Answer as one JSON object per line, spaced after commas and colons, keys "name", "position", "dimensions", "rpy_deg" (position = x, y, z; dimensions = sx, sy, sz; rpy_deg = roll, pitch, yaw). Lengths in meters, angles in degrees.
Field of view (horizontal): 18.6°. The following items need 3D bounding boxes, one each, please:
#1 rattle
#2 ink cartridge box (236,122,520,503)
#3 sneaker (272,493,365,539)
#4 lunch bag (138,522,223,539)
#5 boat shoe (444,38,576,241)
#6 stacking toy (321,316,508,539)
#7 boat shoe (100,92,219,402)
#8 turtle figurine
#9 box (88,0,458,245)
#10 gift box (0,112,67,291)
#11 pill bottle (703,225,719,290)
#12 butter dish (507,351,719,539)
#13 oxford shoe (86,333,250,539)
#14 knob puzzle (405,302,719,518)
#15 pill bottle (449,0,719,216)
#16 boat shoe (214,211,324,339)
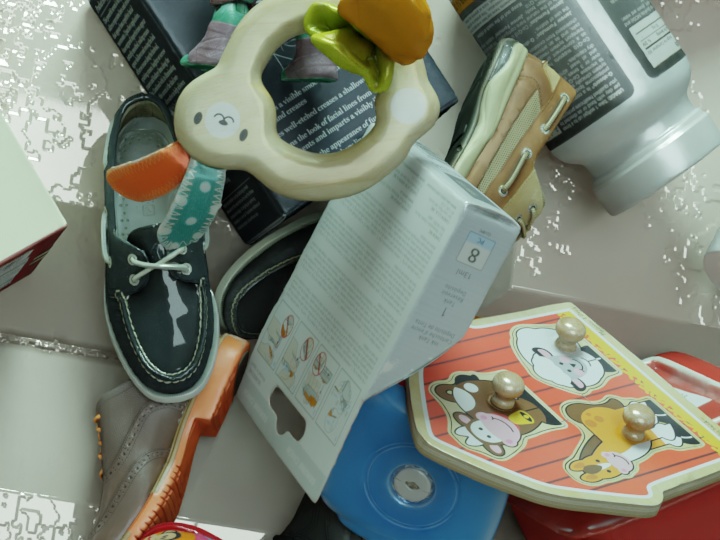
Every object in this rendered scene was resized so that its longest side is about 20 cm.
{"name": "rattle", "position": [-0.052, -0.086, 1.259], "dimensions": [0.198, 0.143, 0.131], "rpy_deg": [-22, 107, -4]}
{"name": "ink cartridge box", "position": [0.006, 0.027, 1.340], "dimensions": [0.047, 0.160, 0.201], "rpy_deg": [21, 102, -28]}
{"name": "sneaker", "position": [-0.050, 0.210, 1.400], "dimensions": [0.079, 0.075, 0.202], "rpy_deg": [19, 75, -10]}
{"name": "lunch bag", "position": [-0.097, 0.270, 1.325], "dimensions": [0.175, 0.082, 0.201], "rpy_deg": [29, 102, 2]}
{"name": "boat shoe", "position": [0.085, -0.052, 1.414], "dimensions": [0.073, 0.076, 0.201], "rpy_deg": [26, 74, -6]}
{"name": "stacking toy", "position": [0.055, 0.086, 1.424], "dimensions": [0.115, 0.111, 0.200], "rpy_deg": [20, 31, 5]}
{"name": "boat shoe", "position": [-0.132, -0.017, 1.397], "dimensions": [0.075, 0.060, 0.202], "rpy_deg": [-11, 65, -8]}
{"name": "turtle figurine", "position": [-0.051, -0.220, 1.355], "dimensions": [0.148, 0.101, 0.202], "rpy_deg": [6, 89, -2]}
{"name": "box", "position": [-0.060, -0.145, 1.445], "dimensions": [0.148, 0.107, 0.201], "rpy_deg": [-33, 91, -19]}
{"name": "gift box", "position": [-0.288, -0.060, 1.316], "dimensions": [0.184, 0.200, 0.188], "rpy_deg": [-31, 88, -25]}
{"name": "pill bottle", "position": [0.327, -0.066, 1.545], "dimensions": [0.113, 0.114, 0.201], "rpy_deg": [34, 72, -8]}
{"name": "butter dish", "position": [0.188, 0.158, 1.444], "dimensions": [0.198, 0.200, 0.149], "rpy_deg": [-22, 109, -19]}
{"name": "oxford shoe", "position": [-0.143, 0.121, 1.400], "dimensions": [0.072, 0.071, 0.201], "rpy_deg": [24, 66, 7]}
{"name": "knob puzzle", "position": [0.114, 0.078, 1.326], "dimensions": [0.217, 0.220, 0.031], "rpy_deg": [7, 122, -16]}
{"name": "pill bottle", "position": [0.155, -0.146, 1.506], "dimensions": [0.116, 0.116, 0.201], "rpy_deg": [-34, 92, -20]}
{"name": "boat shoe", "position": [0.000, 0.000, 1.449], "dimensions": [0.198, 0.068, 0.072], "rpy_deg": [-17, 118, -18]}
